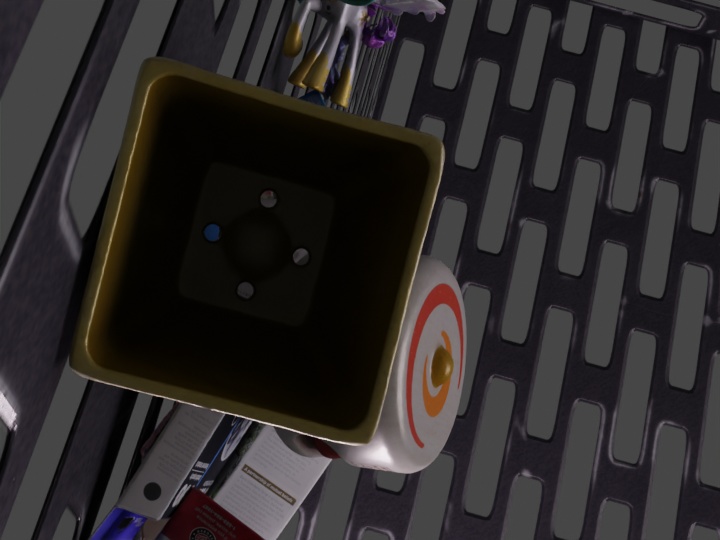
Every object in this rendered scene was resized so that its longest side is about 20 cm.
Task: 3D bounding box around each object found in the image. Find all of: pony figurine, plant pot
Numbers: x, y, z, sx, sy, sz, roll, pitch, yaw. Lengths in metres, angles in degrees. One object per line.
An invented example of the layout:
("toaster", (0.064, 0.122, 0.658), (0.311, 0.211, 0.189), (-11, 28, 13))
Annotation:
("pony figurine", (-0.010, -0.286, 1.252), (0.203, 0.164, 0.193), (-68, 165, 4))
("plant pot", (-0.072, -0.015, 0.790), (0.200, 0.192, 0.198), (-156, -99, -83))

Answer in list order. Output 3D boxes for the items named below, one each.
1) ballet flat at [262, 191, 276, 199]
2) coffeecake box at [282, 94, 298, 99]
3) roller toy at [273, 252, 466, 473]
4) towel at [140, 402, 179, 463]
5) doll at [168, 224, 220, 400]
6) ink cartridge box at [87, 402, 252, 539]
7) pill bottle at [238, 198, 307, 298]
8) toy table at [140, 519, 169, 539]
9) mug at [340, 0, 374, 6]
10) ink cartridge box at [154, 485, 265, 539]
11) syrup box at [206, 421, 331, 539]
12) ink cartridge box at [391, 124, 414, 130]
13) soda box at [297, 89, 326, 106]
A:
("ballet flat", (-0.079, -0.044, 1.281), (0.202, 0.063, 0.075), (64, 25, 2))
("coffeecake box", (-0.046, -0.116, 1.097), (0.200, 0.151, 0.074), (-68, 174, -80))
("roller toy", (0.014, 0.077, 0.980), (0.183, 0.138, 0.203), (-48, 138, -53))
("towel", (-0.144, 0.137, 1.115), (0.201, 0.023, 0.144), (-50, 163, -27))
("doll", (-0.136, 0.006, 0.957), (0.137, 0.048, 0.203), (96, 8, -82))
("ink cartridge box", (-0.147, 0.161, 0.982), (0.201, 0.043, 0.198), (-56, 174, -8))
("pill bottle", (-0.101, 0.027, 1.210), (0.201, 0.109, 0.112), (102, 3, -54))
("toy table", (-0.160, 0.328, 1.121), (0.118, 0.183, 0.199), (-60, -161, -17))
("mug", (-0.015, -0.327, 1.024), (0.152, 0.113, 0.188), (-72, 177, -68))
("ink cartridge box", (-0.137, 0.312, 0.948), (0.201, 0.144, 0.145), (-53, 173, -18))
("syrup box", (-0.078, 0.170, 1.109), (0.201, 0.081, 0.079), (-53, -160, -5))
("ink cartridge box", (-0.025, -0.117, 1.431), (0.125, 0.197, 0.131), (28, 76, -71))
("soda box", (-0.032, -0.099, 1.314), (0.202, 0.063, 0.068), (64, -6, 9))
